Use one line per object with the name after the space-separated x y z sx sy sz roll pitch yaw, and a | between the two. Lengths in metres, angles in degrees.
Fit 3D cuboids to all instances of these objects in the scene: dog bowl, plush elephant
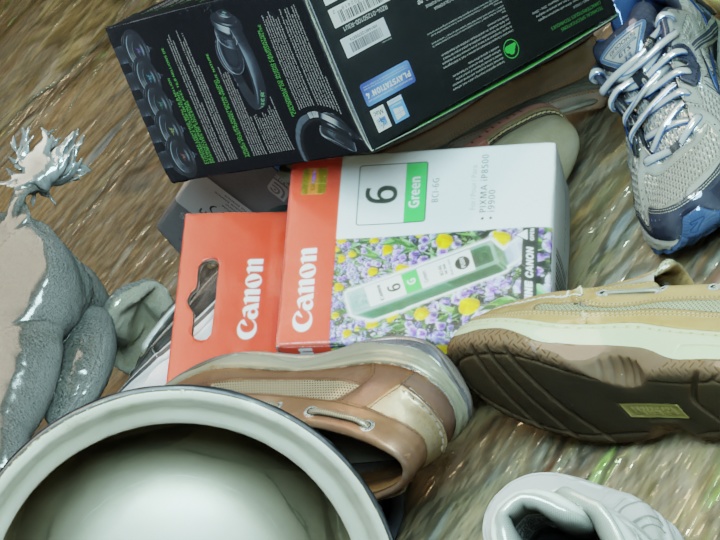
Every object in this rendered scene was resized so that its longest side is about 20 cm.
-0.080 0.146 1.309 0.200 0.200 0.074 -42 5 2 | dog bowl
-0.187 0.036 1.589 0.164 0.155 0.200 22 73 22 | plush elephant

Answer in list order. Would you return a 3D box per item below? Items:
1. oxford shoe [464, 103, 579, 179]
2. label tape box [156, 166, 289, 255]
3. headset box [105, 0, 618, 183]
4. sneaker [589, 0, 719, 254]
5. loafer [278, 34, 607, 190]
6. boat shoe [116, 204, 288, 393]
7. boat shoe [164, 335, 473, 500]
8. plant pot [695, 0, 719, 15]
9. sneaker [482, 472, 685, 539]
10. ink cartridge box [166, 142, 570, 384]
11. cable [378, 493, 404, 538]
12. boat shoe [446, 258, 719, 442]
0.063 -0.002 1.501 0.074 0.071 0.200 19 62 37 | oxford shoe
-0.050 -0.070 1.690 0.144 0.063 0.200 -57 4 -31 | label tape box
-0.006 -0.124 1.484 0.174 0.093 0.200 -30 14 -33 | headset box
0.147 -0.082 1.453 0.077 0.085 0.200 -35 25 20 | sneaker
0.051 -0.073 1.551 0.200 0.063 0.072 -31 20 -23 | loafer
-0.081 0.051 1.533 0.200 0.072 0.071 -46 29 3 | boat shoe
-0.042 0.083 1.391 0.200 0.076 0.072 -17 29 38 | boat shoe
0.214 -0.233 1.473 0.182 0.199 0.200 -51 24 -3 | plant pot
0.087 0.114 1.190 0.078 0.099 0.200 -44 23 -1 | sneaker
0.000 0.000 1.440 0.199 0.050 0.109 -3 59 12 | ink cartridge box
-0.066 0.140 1.456 0.200 0.051 0.163 -15 33 50 | cable
0.127 0.031 1.312 0.200 0.072 0.076 5 54 45 | boat shoe
